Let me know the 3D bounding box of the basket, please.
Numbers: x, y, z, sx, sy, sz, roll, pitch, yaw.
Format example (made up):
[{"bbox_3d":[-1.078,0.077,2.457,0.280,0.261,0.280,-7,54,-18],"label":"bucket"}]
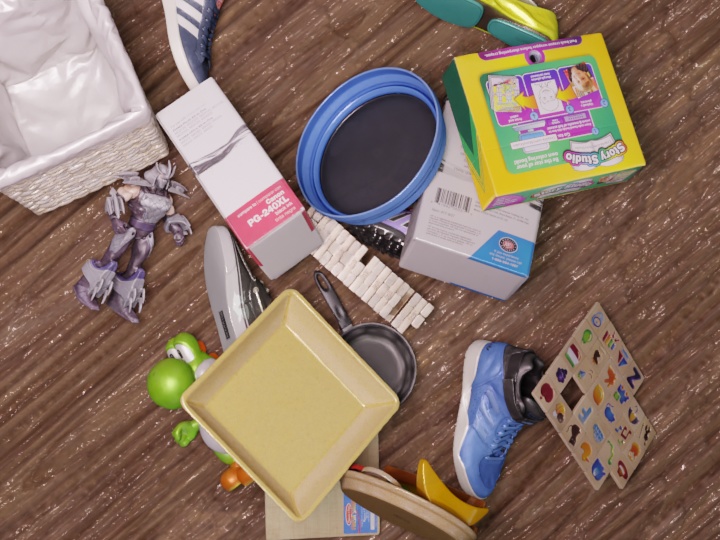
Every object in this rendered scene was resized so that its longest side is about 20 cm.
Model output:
[{"bbox_3d":[-0.347,-0.200,1.124,0.198,0.161,0.200,-26,80,-2],"label":"basket"}]

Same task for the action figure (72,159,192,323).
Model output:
[{"bbox_3d":[-0.271,-0.043,1.189,0.129,0.069,0.202,16,105,-45],"label":"action figure"}]

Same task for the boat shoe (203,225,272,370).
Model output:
[{"bbox_3d":[-0.147,0.041,1.222,0.063,0.070,0.203,-11,88,-32],"label":"boat shoe"}]

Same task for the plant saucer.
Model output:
[{"bbox_3d":[-0.084,0.159,1.158,0.200,0.048,0.200,46,63,-3],"label":"plant saucer"}]

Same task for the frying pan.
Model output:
[{"bbox_3d":[-0.016,0.102,1.243,0.189,0.031,0.115,37,75,4],"label":"frying pan"}]

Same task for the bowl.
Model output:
[{"bbox_3d":[0.014,-0.147,1.176,0.198,0.039,0.203,-15,59,27],"label":"bowl"}]

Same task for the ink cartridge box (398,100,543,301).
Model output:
[{"bbox_3d":[0.142,-0.086,1.186,0.144,0.084,0.202,18,64,-4],"label":"ink cartridge box"}]

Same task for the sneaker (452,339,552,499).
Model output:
[{"bbox_3d":[0.183,0.193,1.224,0.076,0.110,0.203,8,87,-48],"label":"sneaker"}]

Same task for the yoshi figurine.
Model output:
[{"bbox_3d":[-0.196,0.179,1.201,0.112,0.112,0.202,-31,90,6],"label":"yoshi figurine"}]

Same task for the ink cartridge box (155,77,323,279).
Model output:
[{"bbox_3d":[-0.138,-0.106,1.144,0.083,0.145,0.201,-34,75,-2],"label":"ink cartridge box"}]

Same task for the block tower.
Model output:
[{"bbox_3d":[0.000,0.000,1.232,0.199,0.058,0.054,41,88,-4],"label":"block tower"}]

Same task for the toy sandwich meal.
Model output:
[{"bbox_3d":[0.067,0.270,1.183,0.203,0.205,0.071,28,71,-5],"label":"toy sandwich meal"}]

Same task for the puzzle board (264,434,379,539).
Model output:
[{"bbox_3d":[-0.051,0.243,1.260,0.148,0.017,0.203,-1,94,-6],"label":"puzzle board"}]

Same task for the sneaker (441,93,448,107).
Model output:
[{"bbox_3d":[0.203,-0.196,1.231,0.197,0.070,0.092,-6,90,-6],"label":"sneaker"}]

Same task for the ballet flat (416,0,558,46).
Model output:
[{"bbox_3d":[0.161,-0.334,1.232,0.198,0.067,0.068,22,70,-8],"label":"ballet flat"}]

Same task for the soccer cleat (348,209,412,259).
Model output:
[{"bbox_3d":[0.082,-0.050,1.239,0.197,0.068,0.074,17,71,-3],"label":"soccer cleat"}]

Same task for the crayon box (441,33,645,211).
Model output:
[{"bbox_3d":[0.215,-0.176,1.152,0.197,0.058,0.175,-12,79,-15],"label":"crayon box"}]

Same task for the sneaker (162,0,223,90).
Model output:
[{"bbox_3d":[-0.194,-0.315,1.191,0.083,0.075,0.203,-12,93,1],"label":"sneaker"}]

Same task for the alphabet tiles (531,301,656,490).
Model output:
[{"bbox_3d":[0.309,0.171,1.244,0.167,0.008,0.201,-47,112,-30],"label":"alphabet tiles"}]
